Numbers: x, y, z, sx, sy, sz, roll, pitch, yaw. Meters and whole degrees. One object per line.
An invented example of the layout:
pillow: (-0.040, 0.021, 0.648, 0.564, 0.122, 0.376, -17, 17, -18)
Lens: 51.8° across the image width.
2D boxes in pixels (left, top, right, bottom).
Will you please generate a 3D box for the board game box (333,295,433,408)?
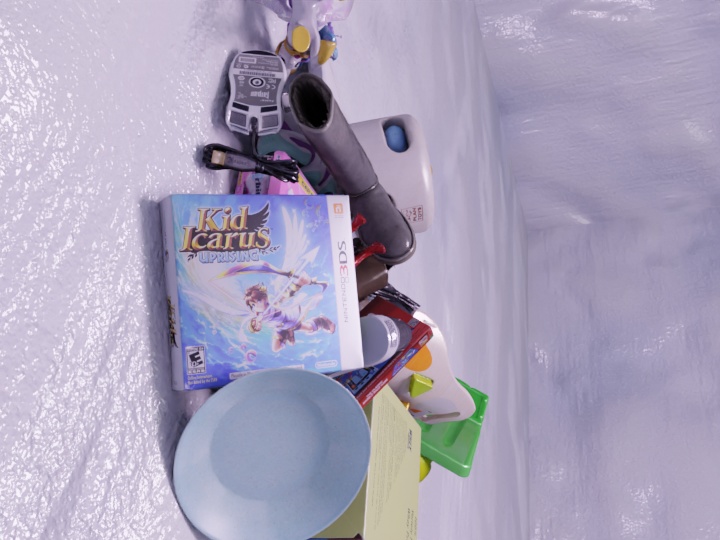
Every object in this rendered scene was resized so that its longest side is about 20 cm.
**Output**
board game box: (-0.013, 0.118, 0.891, 0.200, 0.102, 0.020, -43, 133, -20)

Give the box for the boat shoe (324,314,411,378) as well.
boat shoe: (-0.026, 0.088, 0.860, 0.066, 0.197, 0.072, 0, 73, -52)

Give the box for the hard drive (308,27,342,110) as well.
hard drive: (-0.050, -0.266, 1.083, 0.203, 0.026, 0.133, -96, 171, -45)

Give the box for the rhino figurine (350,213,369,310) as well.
rhino figurine: (-0.028, -0.011, 1.101, 0.087, 0.058, 0.205, -19, 101, -71)

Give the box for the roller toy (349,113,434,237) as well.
roller toy: (0.046, -0.143, 1.164, 0.182, 0.136, 0.205, -141, -139, -87)

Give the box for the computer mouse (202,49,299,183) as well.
computer mouse: (-0.120, -0.180, 0.863, 0.044, 0.107, 0.204, 101, -9, -52)

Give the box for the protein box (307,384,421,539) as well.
protein box: (-0.015, 0.263, 0.940, 0.201, 0.132, 0.203, 56, 33, -52)

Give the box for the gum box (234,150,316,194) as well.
gum box: (-0.090, -0.046, 0.923, 0.200, 0.065, 0.116, 51, 38, -58)

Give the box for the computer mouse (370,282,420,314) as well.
computer mouse: (0.072, 0.089, 1.214, 0.137, 0.053, 0.202, 30, 30, -30)

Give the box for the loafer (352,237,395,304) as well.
loafer: (0.000, 0.000, 0.962, 0.200, 0.070, 0.075, -55, 137, -62)

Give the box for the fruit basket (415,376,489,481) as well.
fruit basket: (0.095, 0.272, 1.231, 0.156, 0.210, 0.221, -49, 129, -63)

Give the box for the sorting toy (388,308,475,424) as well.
sorting toy: (0.064, 0.162, 1.042, 0.179, 0.198, 0.109, 36, 56, -23)

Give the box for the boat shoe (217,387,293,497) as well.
boat shoe: (-0.101, 0.178, 0.813, 0.068, 0.073, 0.205, -37, 121, -66)

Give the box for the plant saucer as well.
plant saucer: (-0.087, 0.181, 0.737, 0.039, 0.197, 0.205, -130, -158, -64)

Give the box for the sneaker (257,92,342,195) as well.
sneaker: (-0.075, -0.169, 0.993, 0.200, 0.076, 0.143, 54, 31, -64)

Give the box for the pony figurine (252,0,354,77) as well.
pony figurine: (-0.072, -0.337, 0.931, 0.199, 0.162, 0.198, -168, -95, -72)

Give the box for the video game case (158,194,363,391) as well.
video game case: (-0.096, 0.017, 0.750, 0.196, 0.045, 0.186, -3, 85, -30)

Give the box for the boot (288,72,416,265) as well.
boot: (-0.007, -0.119, 0.893, 0.183, 0.072, 0.201, 55, -6, 31)

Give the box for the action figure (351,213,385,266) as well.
action figure: (-0.059, 0.017, 0.827, 0.066, 0.199, 0.099, 52, -7, -8)
